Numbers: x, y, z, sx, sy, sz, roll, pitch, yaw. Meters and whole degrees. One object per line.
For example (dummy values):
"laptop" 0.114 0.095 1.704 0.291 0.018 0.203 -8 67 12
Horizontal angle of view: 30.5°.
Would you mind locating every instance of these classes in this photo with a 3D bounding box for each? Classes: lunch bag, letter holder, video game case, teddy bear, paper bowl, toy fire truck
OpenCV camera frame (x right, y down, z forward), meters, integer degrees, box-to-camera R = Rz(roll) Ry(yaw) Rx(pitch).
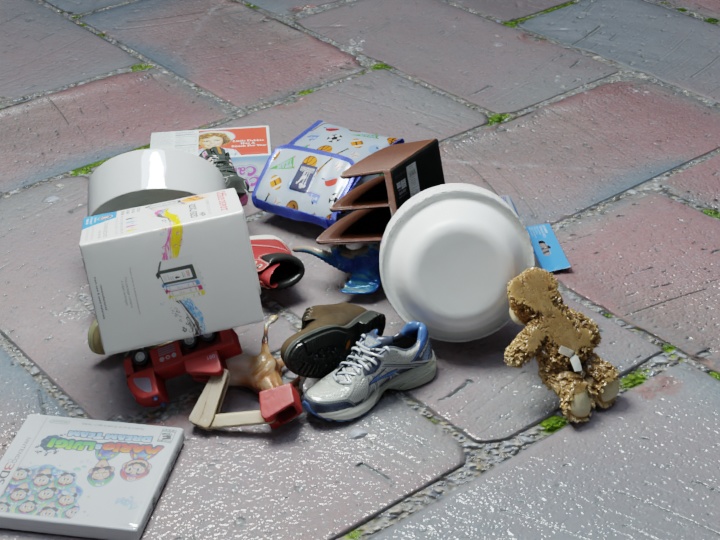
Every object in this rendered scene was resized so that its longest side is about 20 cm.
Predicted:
"lunch bag" -0.048 -0.140 2.047 0.170 0.124 0.200 16 41 32
"letter holder" 0.021 -0.112 1.876 0.142 0.101 0.200 -4 16 24
"video game case" -0.325 0.237 1.534 0.200 0.024 0.182 4 32 9
"teddy bear" 0.243 0.095 1.638 0.200 0.067 0.145 45 61 1
"paper bowl" 0.125 -0.007 1.710 0.200 0.201 0.104 -2 12 0
"toy fire truck" -0.184 0.144 1.626 0.200 0.049 0.141 -19 66 3

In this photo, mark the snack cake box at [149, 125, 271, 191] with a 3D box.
"snack cake box" -0.245 -0.181 2.175 0.200 0.067 0.115 -4 29 -4

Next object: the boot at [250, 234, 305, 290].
"boot" -0.184 -0.002 1.847 0.200 0.073 0.144 -8 17 -15

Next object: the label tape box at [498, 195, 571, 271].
"label tape box" 0.197 -0.052 1.943 0.200 0.066 0.143 -6 31 -3

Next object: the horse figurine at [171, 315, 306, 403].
"horse figurine" -0.158 0.109 1.699 0.200 0.050 0.133 10 49 4

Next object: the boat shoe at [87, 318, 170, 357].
"boat shoe" -0.267 0.066 1.764 0.200 0.073 0.063 -23 34 -32

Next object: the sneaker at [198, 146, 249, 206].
"sneaker" -0.224 -0.148 2.025 0.080 0.087 0.200 8 1 -27

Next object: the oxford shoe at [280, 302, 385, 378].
"oxford shoe" -0.053 0.086 1.698 0.084 0.073 0.200 24 19 24

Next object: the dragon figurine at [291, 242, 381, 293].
"dragon figurine" 0.000 0.000 1.860 0.200 0.100 0.059 -6 16 11

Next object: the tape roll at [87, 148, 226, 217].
"tape roll" -0.291 -0.089 1.893 0.202 0.203 0.071 -4 61 -4

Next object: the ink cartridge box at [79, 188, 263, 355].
"ink cartridge box" -0.231 -0.003 1.636 0.200 0.145 0.147 -12 17 -6

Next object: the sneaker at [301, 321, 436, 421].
"sneaker" 0.008 0.117 1.654 0.200 0.085 0.077 -24 38 -32
